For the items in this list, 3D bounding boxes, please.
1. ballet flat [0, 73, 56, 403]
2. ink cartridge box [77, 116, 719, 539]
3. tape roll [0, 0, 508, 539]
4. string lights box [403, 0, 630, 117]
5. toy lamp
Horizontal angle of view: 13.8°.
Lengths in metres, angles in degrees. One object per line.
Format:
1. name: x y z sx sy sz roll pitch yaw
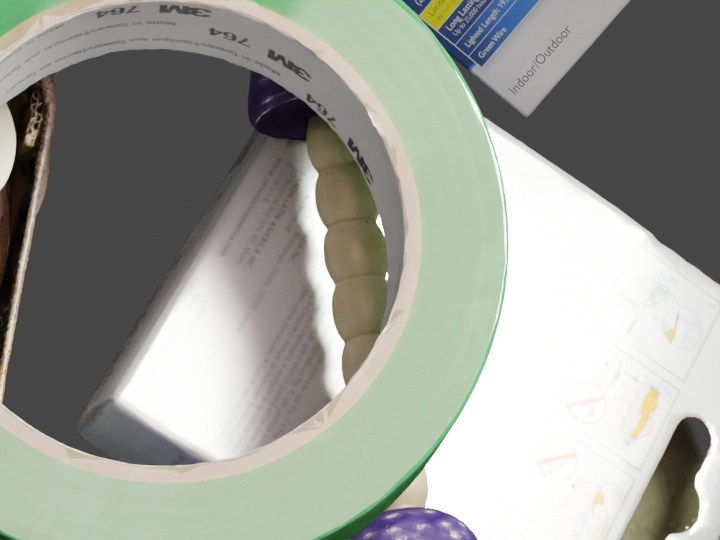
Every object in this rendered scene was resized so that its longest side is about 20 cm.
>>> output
1. ballet flat: -0.136 0.010 0.927 0.068 0.067 0.200 13 69 -15
2. ink cartridge box: 0.030 0.038 0.990 0.200 0.047 0.160 34 64 -9
3. tape roll: -0.058 -0.006 0.877 0.200 0.048 0.201 1 76 -6
4. string lights box: 0.015 -0.158 1.009 0.200 0.103 0.059 39 32 -3
5. toy lamp: 0.000 0.000 0.936 0.058 0.058 0.200 -3 77 -20
